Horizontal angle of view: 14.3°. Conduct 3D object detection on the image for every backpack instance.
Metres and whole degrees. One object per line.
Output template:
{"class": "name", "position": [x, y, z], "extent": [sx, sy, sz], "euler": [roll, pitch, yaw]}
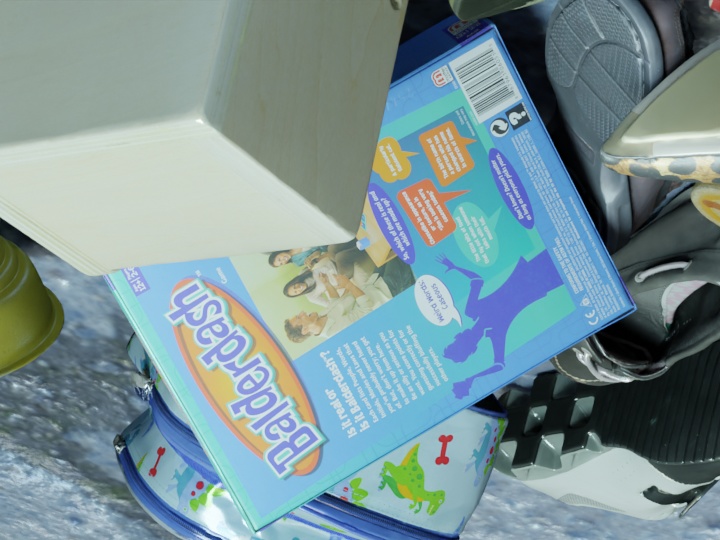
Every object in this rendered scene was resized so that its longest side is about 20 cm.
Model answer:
{"class": "backpack", "position": [-0.024, 0.074, 1.399], "extent": [0.183, 0.147, 0.200], "euler": [23, -175, -12]}

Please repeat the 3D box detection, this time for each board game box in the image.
{"class": "board game box", "position": [0.000, 0.000, 1.257], "extent": [0.152, 0.200, 0.045], "euler": [62, 174, -21]}

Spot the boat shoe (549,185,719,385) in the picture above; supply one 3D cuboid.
{"class": "boat shoe", "position": [0.138, 0.021, 1.400], "extent": [0.067, 0.057, 0.200], "euler": [24, 148, -13]}

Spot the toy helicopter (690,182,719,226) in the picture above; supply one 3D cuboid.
{"class": "toy helicopter", "position": [0.232, 0.009, 1.285], "extent": [0.200, 0.079, 0.132], "euler": [34, 165, -24]}

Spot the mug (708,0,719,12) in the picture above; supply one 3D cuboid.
{"class": "mug", "position": [0.235, -0.113, 1.043], "extent": [0.200, 0.178, 0.133], "euler": [18, 116, 5]}

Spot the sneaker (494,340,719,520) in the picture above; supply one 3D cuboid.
{"class": "sneaker", "position": [0.161, 0.089, 1.493], "extent": [0.088, 0.074, 0.200], "euler": [36, 154, -30]}

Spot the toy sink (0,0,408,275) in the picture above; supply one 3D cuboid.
{"class": "toy sink", "position": [-0.094, -0.079, 1.157], "extent": [0.200, 0.130, 0.112], "euler": [-7, 150, 35]}

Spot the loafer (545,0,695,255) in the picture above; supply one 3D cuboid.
{"class": "loafer", "position": [0.121, -0.077, 1.247], "extent": [0.072, 0.063, 0.200], "euler": [53, 162, 21]}

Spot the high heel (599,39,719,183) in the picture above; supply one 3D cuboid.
{"class": "high heel", "position": [0.196, -0.041, 1.200], "extent": [0.200, 0.071, 0.143], "euler": [-17, 143, -7]}

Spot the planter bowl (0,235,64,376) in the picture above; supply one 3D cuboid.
{"class": "planter bowl", "position": [-0.254, -0.008, 1.470], "extent": [0.200, 0.200, 0.084], "euler": [6, 112, 16]}

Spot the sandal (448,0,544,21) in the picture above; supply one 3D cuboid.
{"class": "sandal", "position": [0.062, -0.155, 1.147], "extent": [0.080, 0.057, 0.201], "euler": [-16, 159, 5]}
